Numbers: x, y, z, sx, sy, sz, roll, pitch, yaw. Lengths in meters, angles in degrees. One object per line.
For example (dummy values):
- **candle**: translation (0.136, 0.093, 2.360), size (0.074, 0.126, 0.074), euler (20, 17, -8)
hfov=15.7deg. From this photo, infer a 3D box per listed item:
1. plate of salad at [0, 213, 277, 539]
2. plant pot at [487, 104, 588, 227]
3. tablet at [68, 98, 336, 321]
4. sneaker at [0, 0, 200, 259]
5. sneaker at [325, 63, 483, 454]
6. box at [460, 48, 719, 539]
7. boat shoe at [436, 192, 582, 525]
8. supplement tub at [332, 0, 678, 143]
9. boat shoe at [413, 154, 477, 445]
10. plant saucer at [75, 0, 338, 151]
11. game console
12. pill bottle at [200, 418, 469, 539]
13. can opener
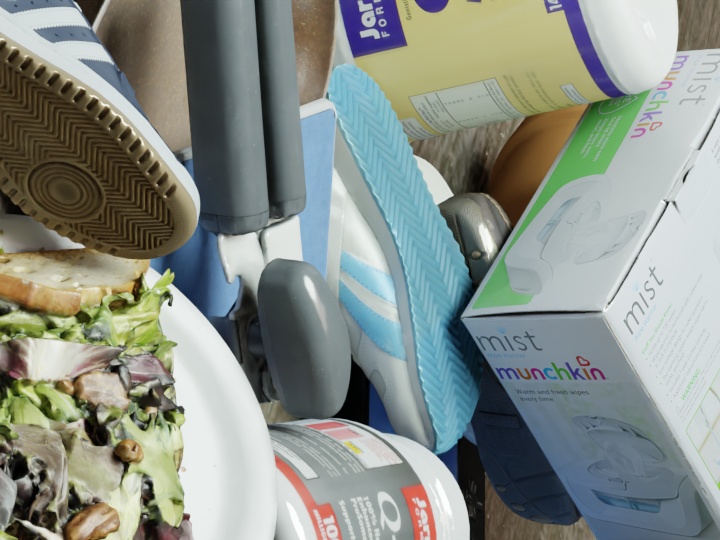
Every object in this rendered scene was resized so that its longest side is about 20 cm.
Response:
- **plate of salad**: translation (-0.113, 0.060, 1.025), size (0.199, 0.048, 0.201), euler (21, 49, -27)
- **plant pot**: translation (0.142, 0.003, 1.539), size (0.140, 0.199, 0.201), euler (-42, 121, -41)
- **tablet**: translation (-0.071, 0.001, 1.189), size (0.200, 0.014, 0.131), euler (-25, 125, -55)
- **sneaker**: translation (-0.134, -0.099, 1.051), size (0.200, 0.070, 0.109), euler (40, 37, -19)
- **sneaker**: translation (0.000, 0.000, 1.319), size (0.076, 0.080, 0.201), euler (-28, 99, -60)
- **box**: translation (0.166, 0.016, 1.359), size (0.177, 0.096, 0.200), euler (56, 50, -30)
- **boat shoe**: translation (0.086, 0.040, 1.394), size (0.073, 0.074, 0.201), euler (-41, 124, -36)
- **supplement tub**: translation (0.052, -0.146, 1.354), size (0.145, 0.199, 0.146), euler (-11, 90, -70)
- **boat shoe**: translation (0.037, 0.015, 1.432), size (0.072, 0.068, 0.200), euler (-45, 122, -14)
- **plant saucer**: translation (-0.080, -0.085, 1.174), size (0.200, 0.034, 0.201), euler (-38, 139, -42)
- **game console**: translation (0.063, 0.134, 1.383), size (0.200, 0.116, 0.177), euler (40, 46, -55)
- **pill bottle**: translation (-0.031, 0.126, 1.184), size (0.200, 0.115, 0.117), euler (-2, 83, -65)
- **can opener**: translation (-0.034, -0.035, 1.127), size (0.053, 0.067, 0.201), euler (-26, 118, -50)
